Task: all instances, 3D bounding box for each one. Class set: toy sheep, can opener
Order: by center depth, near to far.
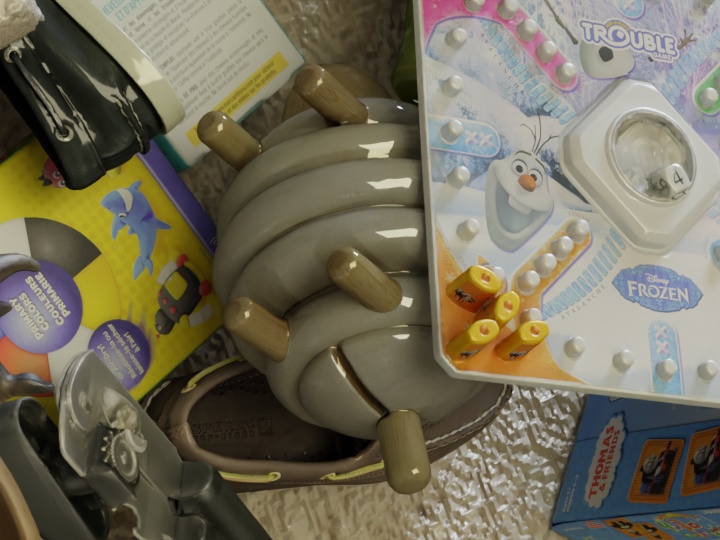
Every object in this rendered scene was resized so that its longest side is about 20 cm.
[{"bbox_3d":[0.000,0.000,0.924,0.137,0.138,0.201,13,55,-28],"label":"toy sheep"},{"bbox_3d":[-0.084,0.109,0.929,0.054,0.066,0.200,-84,152,-42],"label":"can opener"}]

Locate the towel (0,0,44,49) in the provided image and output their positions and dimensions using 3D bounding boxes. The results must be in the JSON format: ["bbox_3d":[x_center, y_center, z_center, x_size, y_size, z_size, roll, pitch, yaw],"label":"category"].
[{"bbox_3d":[-0.214,-0.134,0.853,0.132,0.035,0.200,-26,56,-12],"label":"towel"}]

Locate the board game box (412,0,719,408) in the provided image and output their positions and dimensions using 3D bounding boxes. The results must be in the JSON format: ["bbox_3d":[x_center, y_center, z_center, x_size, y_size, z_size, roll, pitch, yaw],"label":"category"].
[{"bbox_3d":[0.118,-0.046,0.913,0.199,0.026,0.201,7,66,-23],"label":"board game box"}]

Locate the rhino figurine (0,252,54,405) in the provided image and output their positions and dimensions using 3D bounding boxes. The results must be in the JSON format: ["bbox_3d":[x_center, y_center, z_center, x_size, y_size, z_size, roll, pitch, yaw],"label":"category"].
[{"bbox_3d":[-0.176,0.067,0.793,0.200,0.060,0.088,-53,127,-28],"label":"rhino figurine"}]

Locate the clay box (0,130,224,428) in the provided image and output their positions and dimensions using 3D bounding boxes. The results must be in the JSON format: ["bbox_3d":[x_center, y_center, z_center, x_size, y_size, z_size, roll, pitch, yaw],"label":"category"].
[{"bbox_3d":[-0.148,0.026,0.934,0.200,0.048,0.115,-43,103,-30],"label":"clay box"}]

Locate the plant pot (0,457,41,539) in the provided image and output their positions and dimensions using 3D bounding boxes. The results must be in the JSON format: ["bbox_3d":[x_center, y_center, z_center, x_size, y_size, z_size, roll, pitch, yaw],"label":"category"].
[{"bbox_3d":[-0.224,0.132,0.843,0.200,0.093,0.202,6,79,-30],"label":"plant pot"}]

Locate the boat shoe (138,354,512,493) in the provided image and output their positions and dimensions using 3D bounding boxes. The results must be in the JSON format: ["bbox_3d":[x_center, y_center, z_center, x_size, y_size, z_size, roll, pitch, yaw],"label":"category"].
[{"bbox_3d":[-0.009,0.061,1.002,0.199,0.059,0.072,-6,84,-31],"label":"boat shoe"}]

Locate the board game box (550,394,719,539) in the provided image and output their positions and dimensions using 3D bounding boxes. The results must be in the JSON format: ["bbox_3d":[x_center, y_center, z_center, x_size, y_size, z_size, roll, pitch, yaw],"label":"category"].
[{"bbox_3d":[0.175,0.048,1.032,0.036,0.200,0.152,28,68,-25],"label":"board game box"}]

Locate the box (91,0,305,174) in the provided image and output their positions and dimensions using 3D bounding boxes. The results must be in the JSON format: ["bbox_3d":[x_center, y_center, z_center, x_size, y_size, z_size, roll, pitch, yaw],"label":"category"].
[{"bbox_3d":[-0.118,-0.141,0.981,0.082,0.049,0.200,-44,104,-30],"label":"box"}]

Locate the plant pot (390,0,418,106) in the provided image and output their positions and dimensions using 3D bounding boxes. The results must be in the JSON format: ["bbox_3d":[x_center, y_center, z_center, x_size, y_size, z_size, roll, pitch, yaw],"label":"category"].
[{"bbox_3d":[0.105,-0.149,1.046,0.200,0.200,0.194,26,80,-24],"label":"plant pot"}]

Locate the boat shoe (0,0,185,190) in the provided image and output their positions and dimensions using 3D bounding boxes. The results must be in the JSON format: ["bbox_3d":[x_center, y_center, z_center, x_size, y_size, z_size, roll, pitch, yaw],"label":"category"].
[{"bbox_3d":[-0.164,-0.108,0.919,0.199,0.075,0.066,43,78,4],"label":"boat shoe"}]
